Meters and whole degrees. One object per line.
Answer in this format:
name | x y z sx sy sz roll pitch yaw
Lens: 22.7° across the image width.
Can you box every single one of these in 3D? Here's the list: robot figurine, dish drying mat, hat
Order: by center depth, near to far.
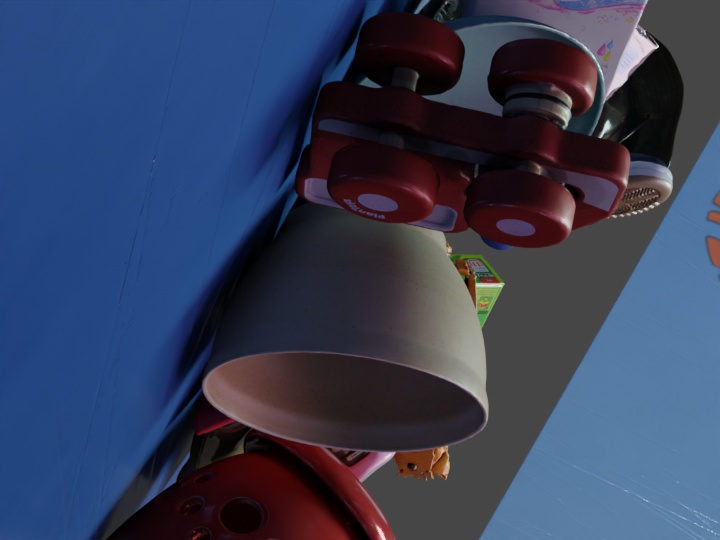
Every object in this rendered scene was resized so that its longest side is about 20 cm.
dish drying mat | -0.035 0.076 1.395 0.199 0.018 0.077 -20 -162 14
hat | 0.181 -0.142 1.556 0.201 0.200 0.081 -57 144 -5
robot figurine | 0.064 0.073 1.559 0.145 0.058 0.201 -82 -179 -82

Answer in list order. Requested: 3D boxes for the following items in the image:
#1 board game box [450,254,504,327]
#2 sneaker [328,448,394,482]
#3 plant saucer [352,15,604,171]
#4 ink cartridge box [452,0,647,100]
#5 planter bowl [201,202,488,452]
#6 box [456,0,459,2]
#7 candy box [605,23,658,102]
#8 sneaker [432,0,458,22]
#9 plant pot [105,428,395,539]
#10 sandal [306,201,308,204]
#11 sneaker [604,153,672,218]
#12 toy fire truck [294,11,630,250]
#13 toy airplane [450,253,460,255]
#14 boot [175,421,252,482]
board game box | 0.027 0.037 1.661 0.199 0.048 0.102 1 128 -36
sneaker | -0.030 0.114 1.557 0.079 0.095 0.200 -42 -162 -2
plant saucer | 0.067 -0.110 1.228 0.200 0.199 0.036 119 -37 -46
ink cartridge box | 0.142 -0.216 1.232 0.068 0.116 0.201 -85 -170 -52
planter bowl | -0.003 0.033 1.265 0.200 0.199 0.136 115 -16 -66
box | 0.135 -0.253 1.382 0.069 0.082 0.200 -59 175 34
candy box | 0.133 -0.158 1.498 0.200 0.061 0.137 -47 -139 12
sneaker | 0.074 -0.173 1.415 0.100 0.069 0.200 -51 177 33
plant pot | -0.079 0.238 1.455 0.182 0.200 0.201 -40 170 -22
sandal | 0.018 -0.095 1.313 0.202 0.057 0.080 -60 176 26
sneaker | 0.147 -0.096 1.342 0.199 0.070 0.109 -5 -111 43
toy fire truck | 0.061 -0.066 1.117 0.168 0.199 0.113 103 -1 -71
toy airplane | 0.043 -0.006 1.761 0.200 0.140 0.200 87 21 -54
boot | -0.095 0.119 1.601 0.176 0.066 0.200 -57 175 -32
